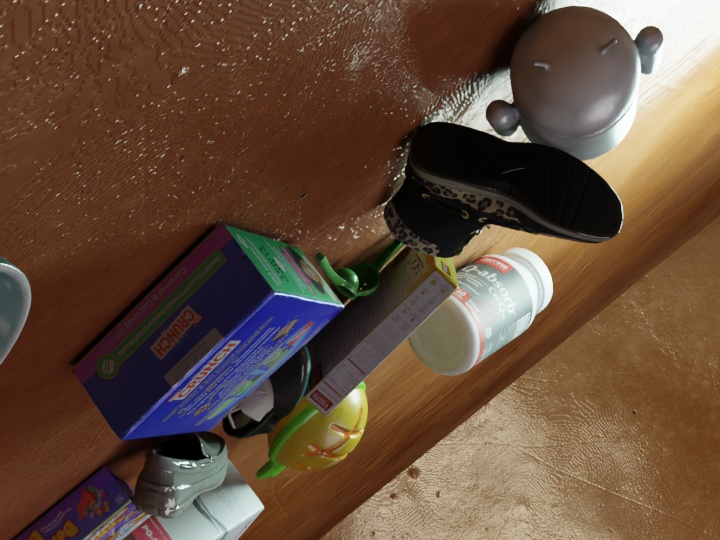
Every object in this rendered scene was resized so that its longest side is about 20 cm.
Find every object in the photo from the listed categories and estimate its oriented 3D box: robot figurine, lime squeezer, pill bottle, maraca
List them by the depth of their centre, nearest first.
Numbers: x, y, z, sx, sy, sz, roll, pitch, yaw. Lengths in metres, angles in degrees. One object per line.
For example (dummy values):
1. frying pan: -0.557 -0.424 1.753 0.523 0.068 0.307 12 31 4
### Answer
1. robot figurine: 0.190 -0.164 1.298 0.169 0.114 0.200 -28 168 3
2. lime squeezer: 0.000 0.000 1.461 0.071 0.038 0.199 -48 165 28
3. maraca: -0.060 0.193 1.770 0.136 0.107 0.200 -22 159 -37
4. pill bottle: 0.158 0.048 1.913 0.199 0.116 0.116 -30 163 -44

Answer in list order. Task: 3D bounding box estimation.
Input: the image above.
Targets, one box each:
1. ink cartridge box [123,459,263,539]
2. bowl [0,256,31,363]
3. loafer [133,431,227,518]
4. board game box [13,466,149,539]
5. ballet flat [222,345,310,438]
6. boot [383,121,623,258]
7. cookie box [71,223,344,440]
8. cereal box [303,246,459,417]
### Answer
1. ink cartridge box: -0.231 0.334 1.790 0.199 0.084 0.145 -25 160 -50
2. bowl: -0.255 0.027 0.637 0.200 0.105 0.201 -38 166 -11
3. loafer: -0.179 0.195 1.514 0.200 0.069 0.071 -47 147 -78
4. board game box: -0.312 0.288 1.481 0.200 0.045 0.135 -39 167 -9
5. ballet flat: -0.105 0.133 1.542 0.068 0.068 0.200 -20 159 -25
6. boot: 0.125 -0.057 1.345 0.154 0.202 0.074 122 -14 -64
7. cookie box: -0.118 0.053 1.198 0.171 0.075 0.200 -43 168 8
8. cereal box: 0.019 0.051 1.556 0.200 0.039 0.144 -45 -165 14
